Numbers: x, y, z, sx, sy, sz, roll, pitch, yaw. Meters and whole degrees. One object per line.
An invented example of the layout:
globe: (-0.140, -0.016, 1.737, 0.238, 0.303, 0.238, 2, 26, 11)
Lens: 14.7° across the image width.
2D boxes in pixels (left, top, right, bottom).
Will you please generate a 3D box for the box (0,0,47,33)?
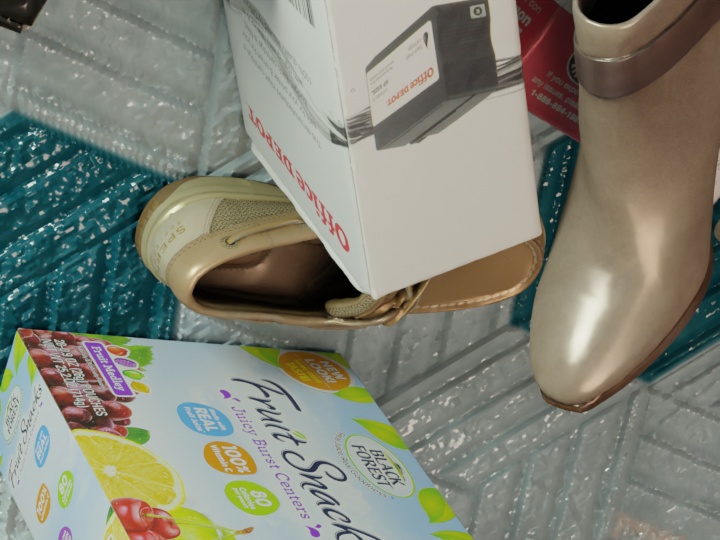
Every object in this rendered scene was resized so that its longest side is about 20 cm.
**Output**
box: (-0.149, -0.206, 1.048, 0.160, 0.049, 0.200, 21, 111, -37)

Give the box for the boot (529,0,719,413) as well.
boot: (0.108, -0.060, 1.111, 0.200, 0.070, 0.146, -64, 155, -23)

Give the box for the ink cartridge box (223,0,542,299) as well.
ink cartridge box: (0.000, -0.114, 1.120, 0.084, 0.145, 0.200, -20, 128, -14)

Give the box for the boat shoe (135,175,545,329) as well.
boat shoe: (0.000, 0.000, 1.250, 0.200, 0.065, 0.071, -1, 122, -25)

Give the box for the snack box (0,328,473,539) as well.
snack box: (-0.052, 0.107, 1.208, 0.168, 0.200, 0.068, 6, 119, -28)

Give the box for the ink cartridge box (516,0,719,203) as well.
ink cartridge box: (0.149, -0.145, 1.212, 0.146, 0.083, 0.200, 28, 107, -37)

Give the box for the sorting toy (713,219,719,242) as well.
sorting toy: (0.264, -0.065, 1.315, 0.199, 0.070, 0.200, -47, 143, 7)
